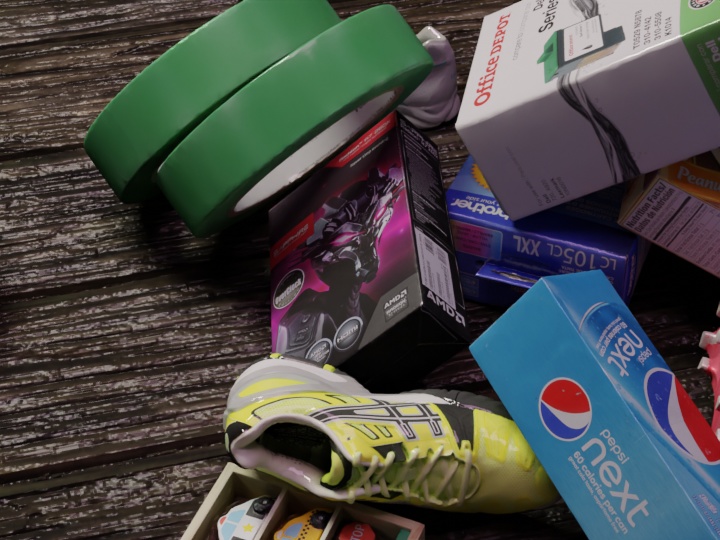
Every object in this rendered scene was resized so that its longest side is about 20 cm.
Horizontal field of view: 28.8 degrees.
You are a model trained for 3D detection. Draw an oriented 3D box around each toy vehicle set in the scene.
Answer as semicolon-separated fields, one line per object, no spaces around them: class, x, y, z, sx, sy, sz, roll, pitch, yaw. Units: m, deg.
toy vehicle set;-0.057;0.197;0.737;0.123;0.027;0.200;14;43;17

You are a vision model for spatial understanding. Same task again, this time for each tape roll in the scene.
tape roll;-0.043;-0.099;0.949;0.200;0.200;0.048;-35;87;-33
tape roll;-0.100;-0.124;0.986;0.200;0.200;0.048;-35;88;-32

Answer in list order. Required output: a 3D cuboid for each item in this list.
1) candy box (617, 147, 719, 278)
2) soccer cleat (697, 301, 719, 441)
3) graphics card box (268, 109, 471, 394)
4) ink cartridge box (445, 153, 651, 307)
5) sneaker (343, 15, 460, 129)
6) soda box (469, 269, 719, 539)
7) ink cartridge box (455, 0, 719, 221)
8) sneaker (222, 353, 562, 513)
candy box;0.274;-0.037;0.918;0.199;0.055;0.116;27;45;-4
soccer cleat;0.238;0.095;0.823;0.076;0.067;0.201;16;43;2
graphics card box;0.000;0.000;0.897;0.125;0.051;0.201;-36;36;25
ink cartridge box;0.134;-0.038;0.968;0.136;0.077;0.200;14;45;17
sneaker;-0.019;-0.167;1.118;0.199;0.081;0.071;4;43;8
soda box;0.146;0.100;0.747;0.064;0.068;0.201;-7;58;-49
ink cartridge box;0.169;-0.131;0.884;0.199;0.085;0.146;-20;31;27
sneaker;0.017;0.108;0.787;0.199;0.076;0.076;9;26;8
